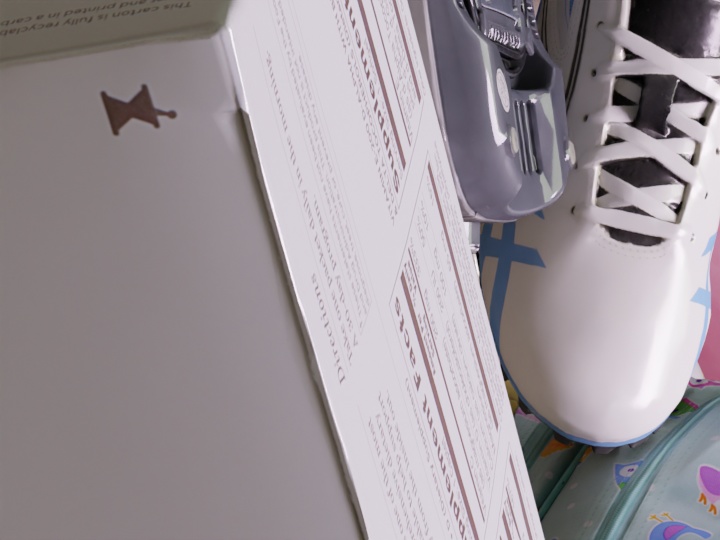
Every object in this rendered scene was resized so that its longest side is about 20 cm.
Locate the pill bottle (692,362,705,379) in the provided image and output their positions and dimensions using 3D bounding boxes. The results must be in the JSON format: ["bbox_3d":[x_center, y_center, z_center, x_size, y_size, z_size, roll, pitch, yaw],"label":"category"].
[{"bbox_3d":[0.092,0.077,1.168,0.200,0.109,0.109,56,30,-59],"label":"pill bottle"}]

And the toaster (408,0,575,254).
[{"bbox_3d":[-0.022,-0.098,0.776,0.114,0.129,0.200,-4,87,-76],"label":"toaster"}]

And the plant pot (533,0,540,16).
[{"bbox_3d":[0.032,-0.145,0.945,0.200,0.200,0.174,-48,144,-71],"label":"plant pot"}]

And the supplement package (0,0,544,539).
[{"bbox_3d":[-0.061,0.034,0.505,0.111,0.155,0.200,-75,153,-59],"label":"supplement package"}]

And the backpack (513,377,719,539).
[{"bbox_3d":[0.085,0.113,0.825,0.167,0.126,0.200,75,32,-41],"label":"backpack"}]

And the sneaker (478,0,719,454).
[{"bbox_3d":[0.078,-0.048,0.825,0.072,0.072,0.200,103,0,-70],"label":"sneaker"}]

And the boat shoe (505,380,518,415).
[{"bbox_3d":[0.015,0.130,0.902,0.074,0.069,0.200,15,78,-44],"label":"boat shoe"}]

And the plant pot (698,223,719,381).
[{"bbox_3d":[0.145,-0.009,1.301,0.179,0.200,0.200,33,49,-51],"label":"plant pot"}]

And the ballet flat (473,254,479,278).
[{"bbox_3d":[0.000,0.000,0.916,0.068,0.075,0.200,39,-29,52],"label":"ballet flat"}]
